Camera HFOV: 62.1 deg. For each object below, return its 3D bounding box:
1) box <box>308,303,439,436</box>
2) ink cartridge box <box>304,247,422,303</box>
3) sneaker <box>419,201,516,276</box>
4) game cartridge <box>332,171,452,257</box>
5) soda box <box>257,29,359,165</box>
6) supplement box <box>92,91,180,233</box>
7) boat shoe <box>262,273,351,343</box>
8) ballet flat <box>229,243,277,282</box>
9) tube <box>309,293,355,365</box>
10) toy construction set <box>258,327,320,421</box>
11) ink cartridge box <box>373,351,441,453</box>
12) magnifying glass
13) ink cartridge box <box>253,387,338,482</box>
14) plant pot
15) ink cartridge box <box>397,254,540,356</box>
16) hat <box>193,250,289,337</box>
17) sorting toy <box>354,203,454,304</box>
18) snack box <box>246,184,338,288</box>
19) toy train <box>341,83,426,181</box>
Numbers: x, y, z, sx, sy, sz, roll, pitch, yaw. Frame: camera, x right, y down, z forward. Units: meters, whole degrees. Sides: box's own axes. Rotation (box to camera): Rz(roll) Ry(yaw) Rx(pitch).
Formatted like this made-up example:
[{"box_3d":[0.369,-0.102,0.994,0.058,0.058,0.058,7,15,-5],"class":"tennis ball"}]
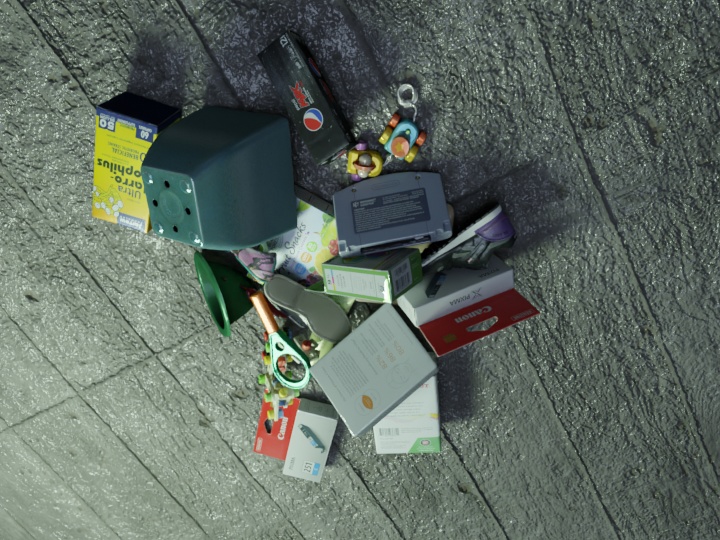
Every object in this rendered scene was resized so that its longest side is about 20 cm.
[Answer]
[{"box_3d":[0.028,0.189,1.136,0.199,0.106,0.153,-39,74,0],"class":"box"},{"box_3d":[0.000,0.000,1.050,0.196,0.103,0.061,6,114,38],"class":"ink cartridge box"},{"box_3d":[0.179,-0.025,1.045,0.198,0.076,0.088,-34,99,19],"class":"sneaker"},{"box_3d":[0.052,-0.102,1.037,0.194,0.136,0.042,-10,149,5],"class":"game cartridge"},{"box_3d":[-0.083,-0.275,0.967,0.070,0.063,0.203,-28,92,20],"class":"soda box"},{"box_3d":[-0.397,-0.191,1.060,0.106,0.110,0.204,16,119,-2],"class":"supplement box"},{"box_3d":[-0.103,0.072,1.146,0.198,0.062,0.074,35,75,-18],"class":"boat shoe"},{"box_3d":[-0.219,-0.051,1.110,0.198,0.069,0.072,32,97,33],"class":"ballet flat"},{"box_3d":[-0.063,0.108,1.208,0.057,0.052,0.204,18,119,-5],"class":"tube"},{"box_3d":[-0.156,0.195,1.218,0.090,0.133,0.202,7,131,-30],"class":"toy construction set"},{"box_3d":[0.094,0.278,1.258,0.141,0.088,0.205,-3,119,9],"class":"ink cartridge box"},{"box_3d":[-0.153,0.133,1.126,0.078,0.022,0.204,-17,108,25],"class":"magnifying glass"},{"box_3d":[-0.152,0.377,1.359,0.171,0.045,0.204,14,119,-2],"class":"ink cartridge box"},{"box_3d":[-0.241,-0.138,0.983,0.191,0.200,0.201,14,123,26],"class":"plant pot"},{"box_3d":[0.180,0.048,1.036,0.195,0.177,0.046,-21,121,-10],"class":"ink cartridge box"},{"box_3d":[-0.216,0.028,1.192,0.173,0.165,0.205,-22,114,-23],"class":"hat"},{"box_3d":[0.076,-0.034,1.121,0.179,0.037,0.205,5,114,5],"class":"sorting toy"},{"box_3d":[-0.115,-0.044,1.133,0.140,0.053,0.202,27,119,-5],"class":"snack box"},{"box_3d":[0.013,-0.230,1.017,0.195,0.056,0.153,-14,116,15],"class":"toy train"}]
